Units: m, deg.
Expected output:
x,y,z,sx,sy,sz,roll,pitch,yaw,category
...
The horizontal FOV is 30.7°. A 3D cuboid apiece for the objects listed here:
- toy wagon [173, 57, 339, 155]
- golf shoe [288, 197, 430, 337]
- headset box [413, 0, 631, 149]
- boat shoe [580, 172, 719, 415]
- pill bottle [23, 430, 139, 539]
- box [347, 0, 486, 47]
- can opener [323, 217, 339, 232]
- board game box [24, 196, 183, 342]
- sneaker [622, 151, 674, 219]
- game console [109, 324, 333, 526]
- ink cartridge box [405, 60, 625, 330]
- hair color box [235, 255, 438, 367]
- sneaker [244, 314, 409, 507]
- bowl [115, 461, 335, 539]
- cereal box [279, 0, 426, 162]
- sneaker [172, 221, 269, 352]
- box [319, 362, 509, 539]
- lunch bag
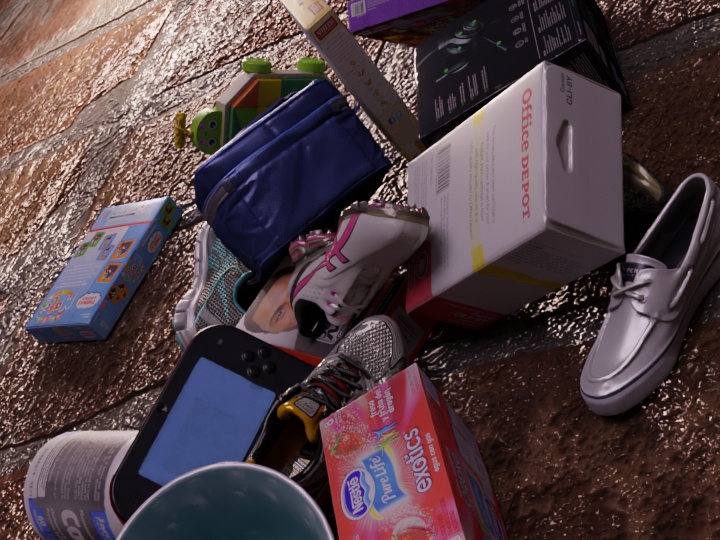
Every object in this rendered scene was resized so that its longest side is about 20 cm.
x,y,z,sx,sy,sz,roll,pitch,yaw,category
-0.106,-0.149,1.420,0.198,0.158,0.039,-6,21,-33,toy wagon
0.000,0.000,1.117,0.200,0.072,0.094,-30,54,59,golf shoe
0.147,-0.188,1.292,0.199,0.093,0.175,-30,34,21,headset box
0.217,0.014,0.993,0.073,0.065,0.201,6,55,51,boat shoe
-0.210,0.204,1.202,0.198,0.114,0.115,-8,45,44,pill bottle
0.102,-0.289,1.432,0.198,0.136,0.040,-9,84,43,box
0.032,-0.016,1.272,0.199,0.053,0.068,12,92,53,can opener
-0.323,0.000,1.654,0.150,0.037,0.201,-6,47,46,board game box
0.188,-0.049,1.114,0.199,0.076,0.090,7,69,58,sneaker
-0.098,0.155,1.107,0.031,0.175,0.201,102,-167,-60,game console
0.122,-0.054,1.072,0.200,0.082,0.147,-34,47,53,ink cartridge box
-0.026,0.051,1.230,0.199,0.061,0.102,8,58,53,hair color box
-0.025,0.118,1.061,0.077,0.082,0.201,25,67,22,sneaker
-0.087,0.256,0.975,0.198,0.105,0.203,-11,59,19,bowl
-0.005,-0.213,1.391,0.039,0.200,0.144,-38,32,3,cereal box
-0.133,0.012,1.407,0.090,0.078,0.202,-10,46,20,sneaker
0.044,0.180,0.953,0.094,0.103,0.201,-32,34,12,box
-0.070,-0.102,1.337,0.199,0.133,0.136,-39,-5,-15,lunch bag
